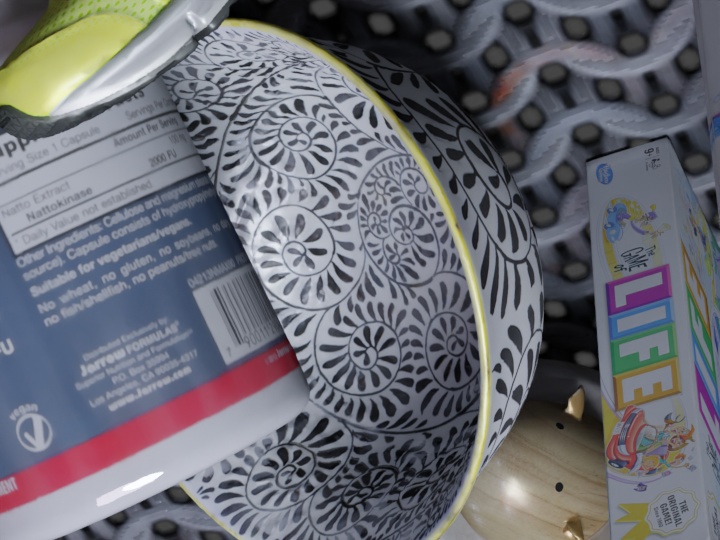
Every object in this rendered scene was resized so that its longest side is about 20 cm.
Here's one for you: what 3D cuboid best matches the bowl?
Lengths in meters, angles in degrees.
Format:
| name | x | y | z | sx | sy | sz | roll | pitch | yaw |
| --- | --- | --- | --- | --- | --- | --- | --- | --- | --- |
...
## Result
| name | x | y | z | sx | sy | sz | roll | pitch | yaw |
| --- | --- | --- | --- | --- | --- | --- | --- | --- | --- |
| bowl | 0.000 | 0.000 | 0.925 | 0.094 | 0.201 | 0.201 | -21 | 150 | -42 |

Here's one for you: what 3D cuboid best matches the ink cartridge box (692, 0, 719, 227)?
| name | x | y | z | sx | sy | sz | roll | pitch | yaw |
| --- | --- | --- | --- | --- | --- | --- | --- | --- | --- |
| ink cartridge box | 0.179 | -0.013 | 0.858 | 0.084 | 0.200 | 0.145 | -22 | 129 | 21 |

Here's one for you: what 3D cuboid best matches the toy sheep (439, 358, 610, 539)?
| name | x | y | z | sx | sy | sz | roll | pitch | yaw |
| --- | --- | --- | --- | --- | --- | --- | --- | --- | --- |
| toy sheep | 0.067 | 0.101 | 1.021 | 0.138 | 0.138 | 0.200 | -6 | 161 | 7 |

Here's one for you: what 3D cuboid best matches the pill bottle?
| name | x | y | z | sx | sy | sz | roll | pitch | yaw |
| --- | --- | --- | --- | --- | --- | --- | --- | --- | --- |
| pill bottle | -0.110 | -0.020 | 0.864 | 0.120 | 0.120 | 0.200 | -25 | 91 | 23 |

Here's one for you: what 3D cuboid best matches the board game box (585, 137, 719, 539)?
| name | x | y | z | sx | sy | sz | roll | pitch | yaw |
| --- | --- | --- | --- | --- | --- | --- | --- | --- | --- |
| board game box | 0.123 | 0.068 | 0.934 | 0.034 | 0.200 | 0.135 | -17 | 131 | 17 |

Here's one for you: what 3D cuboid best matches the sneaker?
| name | x | y | z | sx | sy | sz | roll | pitch | yaw |
| --- | --- | --- | --- | --- | --- | --- | --- | --- | --- |
| sneaker | -0.063 | -0.129 | 0.796 | 0.090 | 0.200 | 0.078 | 38 | 162 | -16 |
